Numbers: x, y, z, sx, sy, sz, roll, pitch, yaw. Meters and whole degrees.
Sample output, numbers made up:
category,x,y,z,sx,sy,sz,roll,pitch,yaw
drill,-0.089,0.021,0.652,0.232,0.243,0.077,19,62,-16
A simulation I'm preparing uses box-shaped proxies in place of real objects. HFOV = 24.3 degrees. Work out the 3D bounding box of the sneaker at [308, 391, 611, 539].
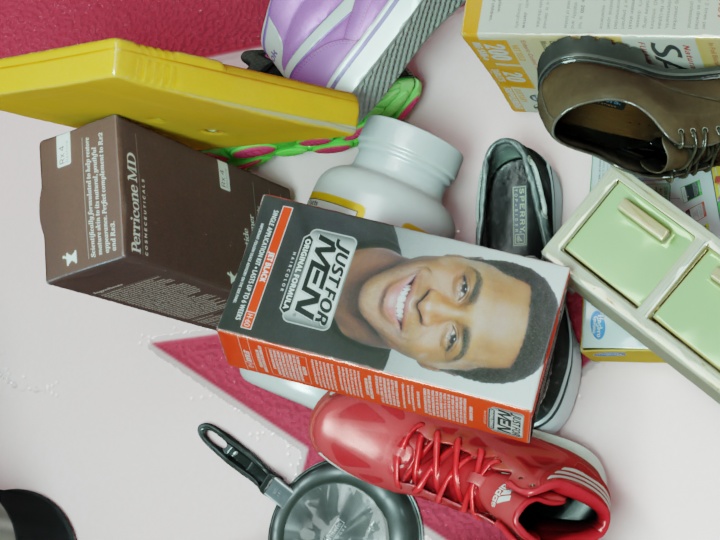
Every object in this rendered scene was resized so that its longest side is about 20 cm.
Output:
category,x,y,z,sx,sy,sz,roll,pitch,yaw
sneaker,0.065,0.120,1.038,0.199,0.116,0.079,11,94,-2

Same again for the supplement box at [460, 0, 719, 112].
category,x,y,z,sx,sy,sz,roll,pitch,yaw
supplement box,0.181,-0.157,1.095,0.199,0.126,0.074,4,73,24

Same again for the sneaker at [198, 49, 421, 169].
category,x,y,z,sx,sy,sz,roll,pitch,yaw
sneaker,-0.054,-0.126,1.212,0.199,0.077,0.084,-9,77,19

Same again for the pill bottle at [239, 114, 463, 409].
category,x,y,z,sx,sy,sz,roll,pitch,yaw
pill bottle,0.000,0.000,1.141,0.104,0.104,0.201,21,84,25

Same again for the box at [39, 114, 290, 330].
category,x,y,z,sx,sy,sz,roll,pitch,yaw
box,-0.126,-0.027,1.142,0.075,0.200,0.101,-17,70,31

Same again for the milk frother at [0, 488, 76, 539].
category,x,y,z,sx,sy,sz,roll,pitch,yaw
milk frother,-0.274,0.244,1.141,0.199,0.188,0.181,27,88,26

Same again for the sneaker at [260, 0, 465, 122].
category,x,y,z,sx,sy,sz,roll,pitch,yaw
sneaker,0.012,-0.208,1.130,0.114,0.073,0.201,44,93,20

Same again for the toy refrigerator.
category,x,y,z,sx,sy,sz,roll,pitch,yaw
toy refrigerator,0.212,0.026,1.019,0.200,0.070,0.076,41,90,26

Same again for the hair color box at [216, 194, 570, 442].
category,x,y,z,sx,sy,sz,roll,pitch,yaw
hair color box,0.022,0.029,1.037,0.199,0.061,0.102,13,66,9

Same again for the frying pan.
category,x,y,z,sx,sy,sz,roll,pitch,yaw
frying pan,-0.032,0.155,1.157,0.115,0.031,0.190,-35,69,9

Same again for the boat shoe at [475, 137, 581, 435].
category,x,y,z,sx,sy,sz,roll,pitch,yaw
boat shoe,0.107,0.010,1.114,0.073,0.068,0.201,-1,76,22

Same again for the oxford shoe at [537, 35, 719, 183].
category,x,y,z,sx,sy,sz,roll,pitch,yaw
oxford shoe,0.205,-0.082,1.024,0.199,0.073,0.085,7,44,1

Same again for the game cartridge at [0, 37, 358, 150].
category,x,y,z,sx,sy,sz,roll,pitch,yaw
game cartridge,-0.130,-0.112,1.078,0.176,0.199,0.033,-1,82,45

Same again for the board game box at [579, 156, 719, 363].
category,x,y,z,sx,sy,sz,roll,pitch,yaw
board game box,0.247,-0.016,1.080,0.199,0.040,0.154,1,76,22
